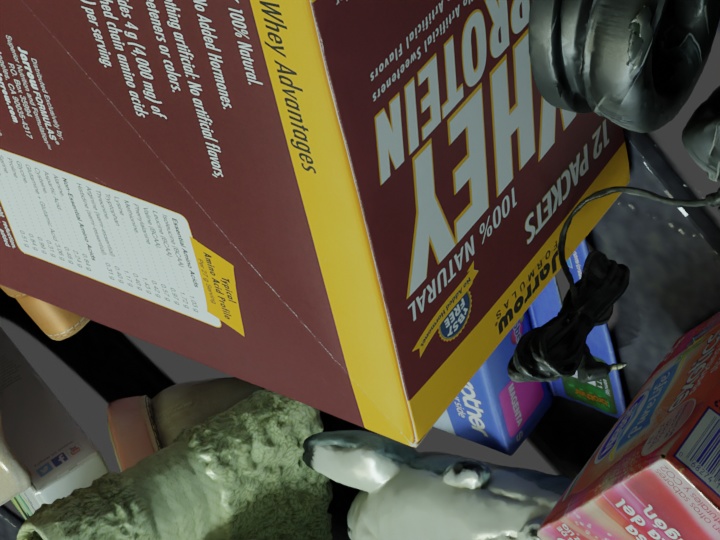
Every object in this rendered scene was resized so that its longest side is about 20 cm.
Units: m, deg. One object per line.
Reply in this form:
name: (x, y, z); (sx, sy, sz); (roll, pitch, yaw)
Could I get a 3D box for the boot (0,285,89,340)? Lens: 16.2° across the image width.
boot: (-0.144, -0.035, 0.922); (0.074, 0.200, 0.155); (-10, 119, 24)

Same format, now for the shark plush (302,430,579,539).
shark plush: (0.059, 0.083, 0.963); (0.200, 0.083, 0.091); (-23, 85, 48)

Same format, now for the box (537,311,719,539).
box: (0.174, 0.105, 0.835); (0.200, 0.103, 0.095); (42, 150, -4)

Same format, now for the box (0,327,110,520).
box: (-0.141, 0.095, 1.148); (0.200, 0.036, 0.144); (44, 162, 53)

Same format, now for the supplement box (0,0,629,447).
supplement box: (-0.042, -0.083, 0.799); (0.200, 0.133, 0.197); (19, 142, 31)

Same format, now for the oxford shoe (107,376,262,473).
oxford shoe: (-0.048, 0.108, 1.107); (0.200, 0.074, 0.071); (66, -177, -61)

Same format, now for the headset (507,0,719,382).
headset: (0.096, -0.050, 0.730); (0.123, 0.094, 0.200); (35, 137, 11)

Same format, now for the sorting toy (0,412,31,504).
sorting toy: (-0.205, 0.017, 1.102); (0.185, 0.036, 0.200); (-32, 68, 57)

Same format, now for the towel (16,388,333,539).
towel: (-0.070, 0.142, 1.036); (0.036, 0.148, 0.200); (41, 146, 35)

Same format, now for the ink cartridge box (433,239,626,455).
ink cartridge box: (0.000, 0.000, 0.950); (0.200, 0.042, 0.119); (17, 142, 31)
